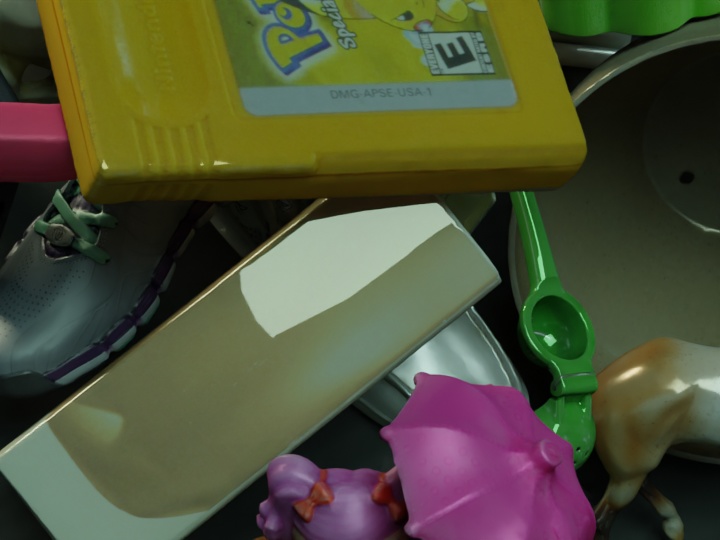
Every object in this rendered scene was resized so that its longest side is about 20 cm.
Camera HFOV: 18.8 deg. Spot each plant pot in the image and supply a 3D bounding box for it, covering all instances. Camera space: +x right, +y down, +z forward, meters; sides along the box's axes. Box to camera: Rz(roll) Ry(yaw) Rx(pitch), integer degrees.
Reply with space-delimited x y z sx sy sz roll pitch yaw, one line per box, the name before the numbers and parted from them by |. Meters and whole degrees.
plant pot | 0.170 -0.034 0.972 0.200 0.201 0.135 20 27 -1

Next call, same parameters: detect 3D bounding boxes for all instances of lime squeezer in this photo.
lime squeezer | 0.073 0.040 0.903 0.038 0.071 0.201 -1 101 -18

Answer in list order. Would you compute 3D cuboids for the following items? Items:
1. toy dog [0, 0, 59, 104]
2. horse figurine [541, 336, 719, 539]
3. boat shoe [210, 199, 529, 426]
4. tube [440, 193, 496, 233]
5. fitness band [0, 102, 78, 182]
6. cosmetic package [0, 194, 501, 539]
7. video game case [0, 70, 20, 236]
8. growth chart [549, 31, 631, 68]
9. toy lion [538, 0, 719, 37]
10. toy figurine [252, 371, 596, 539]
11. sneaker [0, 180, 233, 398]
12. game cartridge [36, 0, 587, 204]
toy dog | -0.141 -0.178 0.963 0.139 0.194 0.201 -6 74 -5
horse figurine | 0.154 0.067 0.921 0.199 0.133 0.050 -8 31 10
boat shoe | 0.000 0.000 0.967 0.200 0.069 0.071 44 64 11
tube | 0.023 -0.096 1.025 0.052 0.058 0.201 -21 61 12
fitness band | -0.155 -0.099 0.797 0.199 0.037 0.144 1 61 -24
cosmetic package | -0.047 0.039 0.879 0.200 0.105 0.071 -39 92 -7
video game case | -0.205 -0.083 0.901 0.025 0.181 0.200 -23 70 -30
growth chart | 0.112 -0.192 1.084 0.144 0.018 0.201 11 82 -9
toy lion | 0.093 -0.171 0.964 0.191 0.069 0.200 1 41 13
toy figurine | 0.013 0.119 0.825 0.199 0.185 0.150 6 37 4
sneaker | -0.101 -0.041 0.890 0.074 0.088 0.200 22 58 30
game cartridge | -0.026 -0.109 0.825 0.199 0.032 0.177 -3 63 -29
